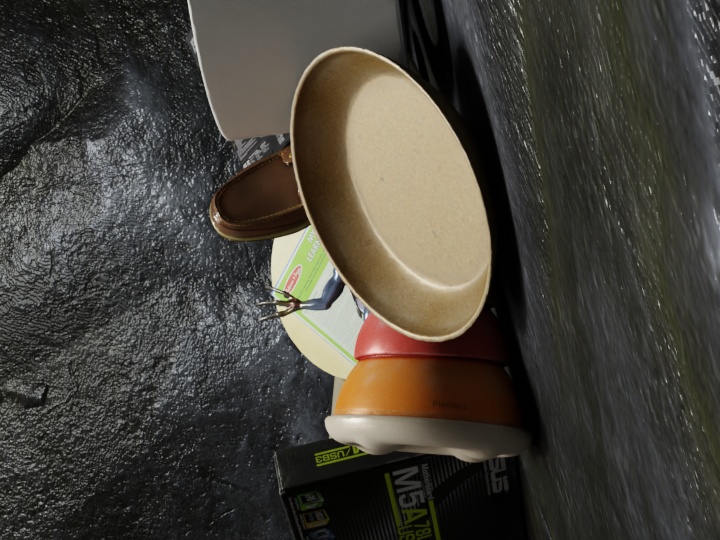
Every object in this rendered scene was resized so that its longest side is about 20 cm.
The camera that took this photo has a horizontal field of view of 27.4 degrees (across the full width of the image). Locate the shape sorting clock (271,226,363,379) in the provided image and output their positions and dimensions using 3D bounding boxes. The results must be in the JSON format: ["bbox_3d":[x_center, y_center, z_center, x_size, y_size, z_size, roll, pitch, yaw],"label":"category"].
[{"bbox_3d":[0.000,0.000,1.337,0.039,0.199,0.201,-9,-96,-58],"label":"shape sorting clock"}]

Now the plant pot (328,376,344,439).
[{"bbox_3d":[0.041,0.189,1.645,0.201,0.200,0.184,-108,16,-73],"label":"plant pot"}]

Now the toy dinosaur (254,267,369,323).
[{"bbox_3d":[0.021,0.008,1.183,0.105,0.200,0.182,-12,-98,-57],"label":"toy dinosaur"}]

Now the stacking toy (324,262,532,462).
[{"bbox_3d":[0.055,0.032,1.049,0.146,0.145,0.201,84,-169,-81],"label":"stacking toy"}]

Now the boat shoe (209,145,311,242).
[{"bbox_3d":[-0.036,-0.086,1.260,0.068,0.199,0.072,92,156,-69],"label":"boat shoe"}]

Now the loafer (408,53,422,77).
[{"bbox_3d":[0.030,-0.091,1.198,0.076,0.068,0.201,-112,8,-77],"label":"loafer"}]

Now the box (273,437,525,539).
[{"bbox_3d":[0.039,0.202,1.245,0.200,0.192,0.048,79,179,-46],"label":"box"}]

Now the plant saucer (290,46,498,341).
[{"bbox_3d":[0.028,-0.052,0.955,0.200,0.035,0.201,36,138,39],"label":"plant saucer"}]

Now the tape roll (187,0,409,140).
[{"bbox_3d":[-0.042,-0.199,1.045,0.203,0.139,0.204,-8,-90,-87],"label":"tape roll"}]

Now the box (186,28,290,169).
[{"bbox_3d":[-0.093,-0.187,1.387,0.158,0.050,0.200,66,158,3],"label":"box"}]
